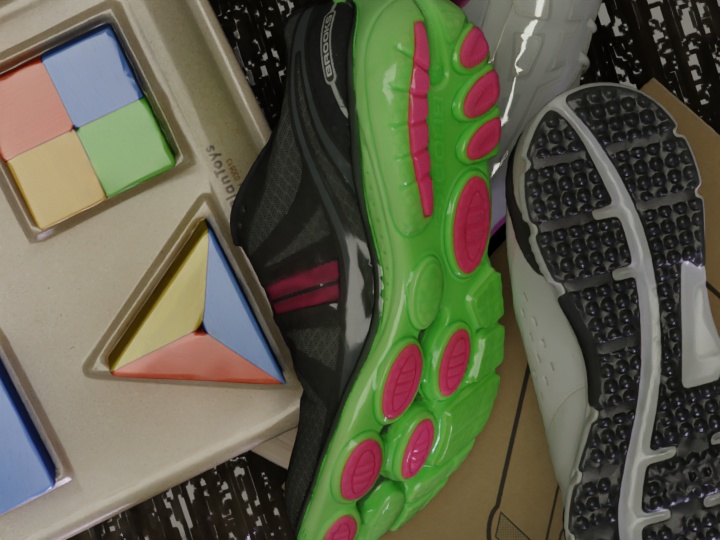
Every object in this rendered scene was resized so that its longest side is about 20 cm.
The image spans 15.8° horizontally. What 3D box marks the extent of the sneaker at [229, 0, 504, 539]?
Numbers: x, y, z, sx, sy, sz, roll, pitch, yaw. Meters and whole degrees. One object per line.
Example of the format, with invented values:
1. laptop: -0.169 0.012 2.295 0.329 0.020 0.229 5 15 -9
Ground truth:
1. sneaker: 0.000 0.000 0.887 0.077 0.084 0.200 -6 107 -43

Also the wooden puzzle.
1. wooden puzzle: -0.117 0.004 0.915 0.200 0.046 0.185 -25 101 3

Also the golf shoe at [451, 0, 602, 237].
1. golf shoe: 0.055 -0.075 0.966 0.092 0.075 0.200 36 95 -18

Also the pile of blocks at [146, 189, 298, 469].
1. pile of blocks: -0.076 -0.008 0.966 0.082 0.062 0.200 -37 93 2

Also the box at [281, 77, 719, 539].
1. box: 0.096 0.059 0.909 0.163 0.021 0.200 43 93 16

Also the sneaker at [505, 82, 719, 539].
1. sneaker: 0.092 0.035 0.873 0.074 0.080 0.200 -9 95 -8
